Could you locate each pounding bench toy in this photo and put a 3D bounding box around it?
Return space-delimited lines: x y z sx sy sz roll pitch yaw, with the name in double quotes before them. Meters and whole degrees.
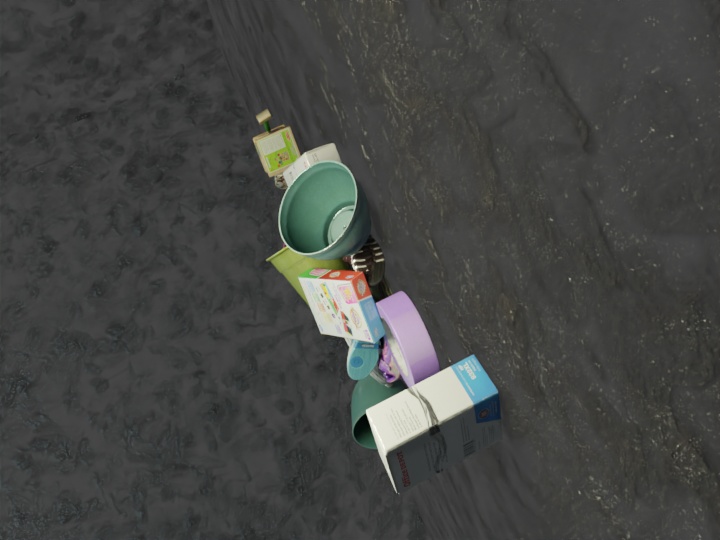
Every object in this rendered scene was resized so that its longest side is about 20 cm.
"pounding bench toy" -0.293 -0.438 2.294 0.156 0.121 0.205 -133 21 -70

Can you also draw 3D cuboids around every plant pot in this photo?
"plant pot" -0.100 0.001 1.678 0.193 0.197 0.200 58 173 -4
"plant pot" 0.060 0.391 2.004 0.163 0.195 0.204 -105 -2 -48
"plant pot" -0.057 -0.108 1.447 0.133 0.199 0.203 31 -156 -53

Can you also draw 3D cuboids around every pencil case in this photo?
"pencil case" -0.352 -0.441 2.873 0.089 0.077 0.203 38 -157 -60

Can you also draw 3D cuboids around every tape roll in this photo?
"tape roll" 0.099 0.151 1.468 0.200 0.064 0.205 157 91 -82

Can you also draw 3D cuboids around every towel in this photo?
"towel" 0.040 0.027 1.636 0.200 0.036 0.152 -129 17 -63

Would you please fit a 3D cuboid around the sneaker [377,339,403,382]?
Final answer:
"sneaker" 0.079 0.206 1.691 0.081 0.086 0.204 -121 12 -48

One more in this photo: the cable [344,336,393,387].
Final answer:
"cable" 0.032 0.219 1.888 0.202 0.069 0.200 55 -172 20

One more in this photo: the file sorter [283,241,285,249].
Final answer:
"file sorter" -0.114 -0.036 1.921 0.202 0.123 0.140 55 -164 -23

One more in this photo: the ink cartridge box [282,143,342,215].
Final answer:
"ink cartridge box" -0.100 -0.198 1.626 0.199 0.084 0.151 -11 102 67

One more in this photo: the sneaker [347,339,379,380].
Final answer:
"sneaker" 0.006 0.158 1.709 0.131 0.077 0.206 -113 35 -68

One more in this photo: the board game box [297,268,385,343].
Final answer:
"board game box" -0.044 0.076 1.531 0.197 0.040 0.157 4 121 50

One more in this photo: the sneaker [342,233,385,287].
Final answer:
"sneaker" 0.001 -0.025 1.553 0.117 0.073 0.204 102 156 -53

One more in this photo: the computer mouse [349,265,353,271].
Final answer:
"computer mouse" 0.000 0.000 1.809 0.140 0.051 0.204 82 173 -51

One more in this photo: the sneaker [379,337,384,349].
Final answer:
"sneaker" 0.005 0.137 1.794 0.202 0.108 0.075 -108 15 -49

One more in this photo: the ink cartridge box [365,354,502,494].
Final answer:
"ink cartridge box" 0.119 0.245 1.087 0.084 0.196 0.147 58 169 42
